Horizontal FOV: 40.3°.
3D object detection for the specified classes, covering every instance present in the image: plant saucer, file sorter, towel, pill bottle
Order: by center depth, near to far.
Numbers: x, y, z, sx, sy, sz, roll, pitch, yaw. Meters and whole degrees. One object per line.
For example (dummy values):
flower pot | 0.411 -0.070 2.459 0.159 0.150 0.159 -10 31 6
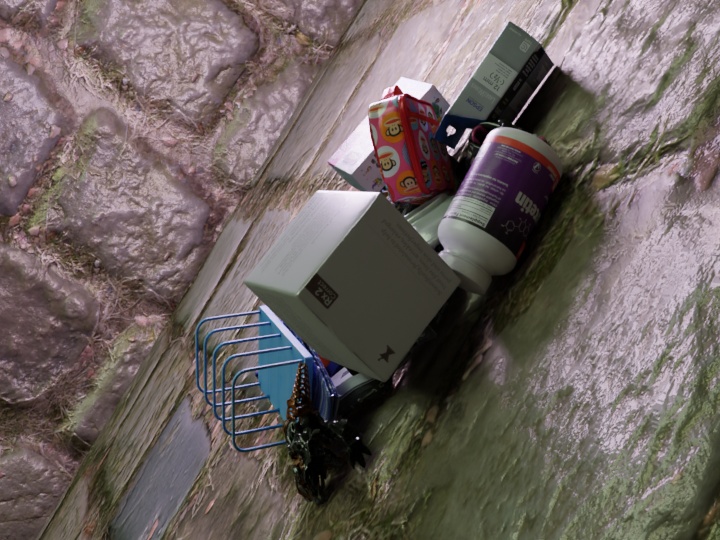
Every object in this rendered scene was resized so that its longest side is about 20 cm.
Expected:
pill bottle | 0.173 -0.075 1.264 0.202 0.112 0.112 -61 17 -10
plant saucer | 0.093 -0.065 1.443 0.199 0.051 0.200 -33 5 3
towel | -0.084 0.178 1.458 0.201 0.023 0.147 -124 38 -49
file sorter | -0.163 0.159 1.464 0.200 0.121 0.141 -141 49 -58

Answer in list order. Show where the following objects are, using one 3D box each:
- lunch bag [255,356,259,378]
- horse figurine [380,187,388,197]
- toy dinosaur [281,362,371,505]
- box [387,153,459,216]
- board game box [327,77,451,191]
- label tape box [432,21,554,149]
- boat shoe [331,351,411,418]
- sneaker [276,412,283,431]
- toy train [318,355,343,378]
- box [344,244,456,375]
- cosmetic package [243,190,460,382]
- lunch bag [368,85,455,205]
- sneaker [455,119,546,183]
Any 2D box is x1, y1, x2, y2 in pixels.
lunch bag | -0.079 0.117 1.719 0.199 0.094 0.151 -38 20 17
horse figurine | 0.073 -0.179 1.681 0.201 0.050 0.133 -51 20 4
toy dinosaur | -0.072 0.232 1.343 0.102 0.202 0.135 -37 28 -22
box | 0.077 -0.103 1.696 0.202 0.049 0.161 -62 19 -17
board game box | 0.047 -0.227 1.661 0.200 0.064 0.147 -47 24 -2
label tape box | 0.203 -0.261 1.488 0.201 0.066 0.143 -57 -17 10
boat shoe | 0.015 0.154 1.403 0.199 0.057 0.069 -37 15 43
sneaker | -0.076 0.179 1.596 0.202 0.074 0.080 -67 -18 8
toy train | -0.073 0.145 1.530 0.116 0.084 0.201 43 104 28
box | 0.063 0.043 1.370 0.159 0.044 0.201 -30 19 36
cosmetic package | -0.015 0.013 1.246 0.166 0.165 0.199 -51 23 -13
lunch bag | 0.075 -0.193 1.491 0.081 0.179 0.200 -16 -2 19
sneaker | 0.190 -0.181 1.447 0.081 0.086 0.199 -62 16 -22
